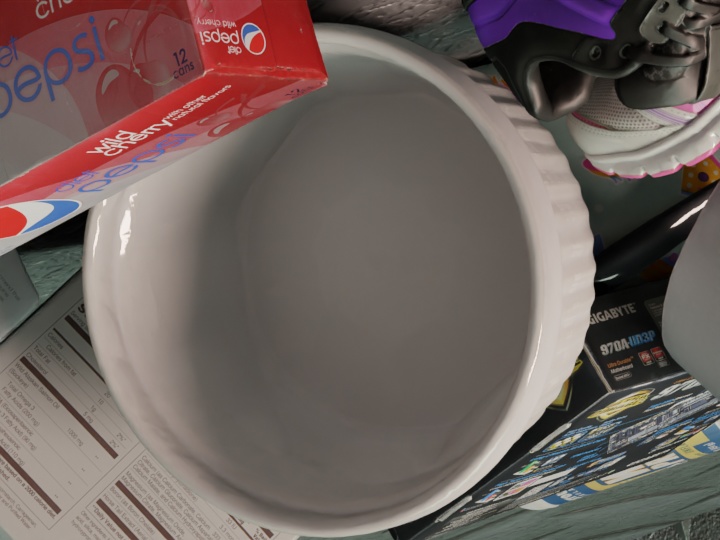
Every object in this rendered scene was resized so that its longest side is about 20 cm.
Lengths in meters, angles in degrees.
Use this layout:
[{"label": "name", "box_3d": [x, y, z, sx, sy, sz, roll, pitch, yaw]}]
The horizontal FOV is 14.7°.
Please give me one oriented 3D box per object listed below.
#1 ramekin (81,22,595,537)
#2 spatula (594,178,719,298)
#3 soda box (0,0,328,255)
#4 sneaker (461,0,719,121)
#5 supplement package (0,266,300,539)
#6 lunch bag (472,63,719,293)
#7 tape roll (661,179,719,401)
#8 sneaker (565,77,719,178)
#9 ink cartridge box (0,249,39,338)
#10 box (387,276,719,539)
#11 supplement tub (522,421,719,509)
[{"label": "ramekin", "box_3d": [0.000, 0.000, 1.121, 0.200, 0.201, 0.105, -22, 176, 25]}, {"label": "spatula", "box_3d": [0.174, -0.038, 1.191, 0.200, 0.021, 0.057, -28, 143, 1]}, {"label": "soda box", "box_3d": [-0.108, -0.061, 0.978, 0.200, 0.070, 0.063, -26, 164, 38]}, {"label": "sneaker", "box_3d": [0.114, -0.110, 0.973, 0.069, 0.100, 0.200, -9, 167, -40]}, {"label": "supplement package", "box_3d": [-0.101, 0.079, 1.251, 0.200, 0.151, 0.152, -45, -177, -29]}, {"label": "lunch bag", "box_3d": [0.079, -0.022, 1.298, 0.170, 0.122, 0.200, -15, 163, -12]}, {"label": "tape roll", "box_3d": [0.214, -0.019, 1.138, 0.200, 0.066, 0.200, -37, 153, -22]}, {"label": "sneaker", "box_3d": [0.138, -0.107, 1.063, 0.200, 0.088, 0.081, -37, -173, 47]}, {"label": "ink cartridge box", "box_3d": [-0.219, 0.056, 1.222, 0.200, 0.043, 0.196, -42, -174, -36]}, {"label": "box", "box_3d": [0.118, 0.054, 1.276, 0.200, 0.046, 0.159, -14, 161, -43]}, {"label": "supplement tub", "box_3d": [0.136, 0.060, 1.686, 0.200, 0.145, 0.145, -21, 167, 21]}]
